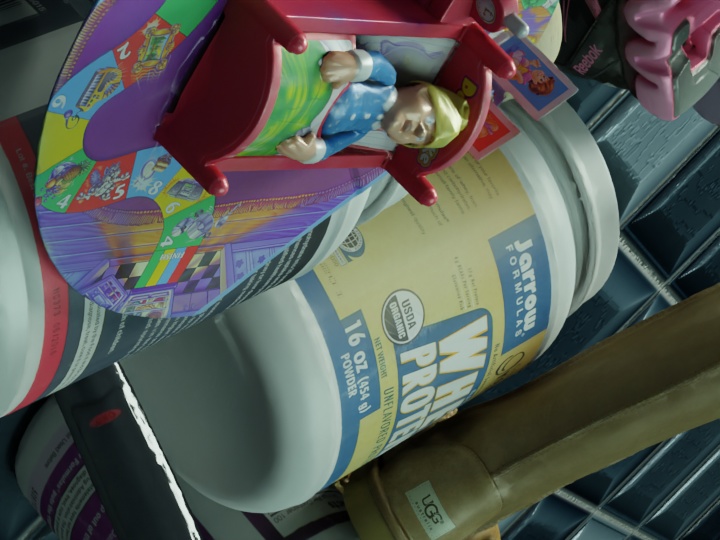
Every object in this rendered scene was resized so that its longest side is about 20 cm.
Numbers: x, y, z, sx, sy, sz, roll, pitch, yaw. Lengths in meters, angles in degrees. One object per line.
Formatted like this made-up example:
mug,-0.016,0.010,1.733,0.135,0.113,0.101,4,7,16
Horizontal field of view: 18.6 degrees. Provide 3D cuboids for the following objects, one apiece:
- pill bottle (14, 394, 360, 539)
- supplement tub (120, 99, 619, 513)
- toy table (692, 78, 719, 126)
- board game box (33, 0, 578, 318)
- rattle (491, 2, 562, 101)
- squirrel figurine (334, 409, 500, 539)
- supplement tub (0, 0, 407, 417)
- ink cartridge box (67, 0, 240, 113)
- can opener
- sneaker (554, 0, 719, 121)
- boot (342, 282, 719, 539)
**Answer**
pill bottle,-0.058,0.130,1.001,0.112,0.200,0.112,-36,157,-18
supplement tub,0.000,0.000,0.943,0.200,0.145,0.145,-28,154,-34
toy table,0.255,-0.158,1.097,0.117,0.184,0.200,0,143,-37
board game box,0.001,-0.053,0.624,0.200,0.039,0.158,-37,152,-14
rattle,0.057,-0.147,0.779,0.143,0.130,0.200,-27,165,-16
squirrel figurine,-0.037,0.123,1.158,0.186,0.142,0.200,-25,144,-17
supplement tub,-0.085,-0.044,0.722,0.200,0.140,0.141,-25,152,-37
ink cartridge box,-0.015,-0.160,0.595,0.200,0.083,0.145,-40,151,-10
can opener,-0.094,0.052,0.826,0.078,0.201,0.063,-21,173,4
sneaker,0.104,-0.161,0.930,0.079,0.095,0.200,-35,132,-40
boot,0.095,0.065,0.991,0.200,0.066,0.175,-28,-171,6
